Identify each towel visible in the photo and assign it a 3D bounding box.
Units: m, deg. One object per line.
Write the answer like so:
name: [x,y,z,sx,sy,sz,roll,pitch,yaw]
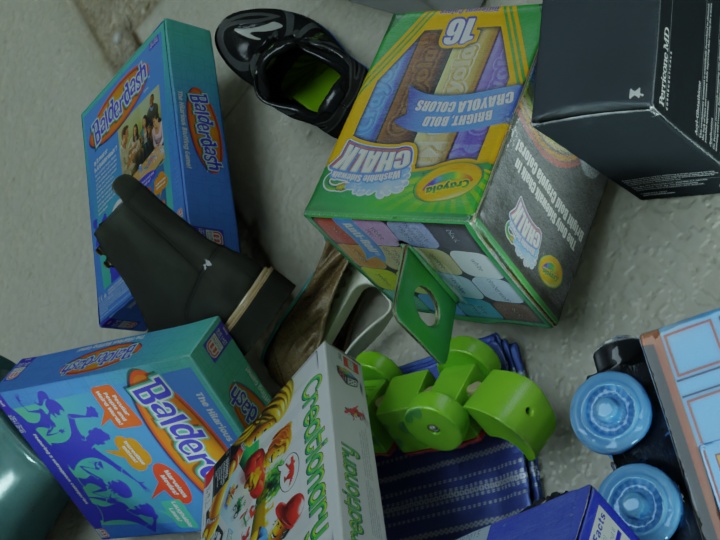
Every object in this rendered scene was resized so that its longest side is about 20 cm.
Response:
towel: [0.051,0.152,0.781,0.145,0.024,0.200,-21,64,32]

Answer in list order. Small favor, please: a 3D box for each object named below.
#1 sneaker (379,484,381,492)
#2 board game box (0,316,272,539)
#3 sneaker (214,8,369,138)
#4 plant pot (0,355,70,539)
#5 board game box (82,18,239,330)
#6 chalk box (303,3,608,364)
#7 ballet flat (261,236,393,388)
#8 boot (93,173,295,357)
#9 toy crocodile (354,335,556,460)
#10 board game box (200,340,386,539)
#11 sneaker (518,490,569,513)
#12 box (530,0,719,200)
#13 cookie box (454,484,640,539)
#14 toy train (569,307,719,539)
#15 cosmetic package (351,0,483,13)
sneaker: [-0.017,0.192,0.757,0.200,0.075,0.079,-105,17,-51]
board game box: [-0.145,0.118,0.865,0.200,0.152,0.045,-14,28,34]
sneaker: [-0.051,-0.157,0.920,0.200,0.083,0.071,40,101,42]
plant pot: [-0.326,0.172,0.967,0.188,0.200,0.200,-39,54,2]
board game box: [-0.164,-0.073,0.969,0.152,0.045,0.200,-34,58,44]
chalk box: [0.061,-0.045,0.742,0.124,0.124,0.200,6,62,38]
ballet flat: [0.000,0.000,0.847,0.072,0.068,0.200,28,94,26]
boot: [-0.144,0.021,0.870,0.200,0.138,0.078,-46,8,44]
toy crocodile: [0.031,0.090,0.769,0.200,0.062,0.068,-12,31,40]
board game box: [-0.041,0.139,0.673,0.126,0.035,0.200,-49,21,18]
sneaker: [0.088,0.208,0.688,0.080,0.078,0.200,28,117,11]
box: [0.173,-0.159,0.712,0.079,0.141,0.200,-3,73,36]
cookie box: [0.099,0.222,0.595,0.171,0.200,0.075,-33,16,35]
toy train: [0.188,0.119,0.648,0.114,0.087,0.200,-23,65,21]
cosmetic package: [0.011,-0.256,0.913,0.200,0.071,0.102,27,92,40]
